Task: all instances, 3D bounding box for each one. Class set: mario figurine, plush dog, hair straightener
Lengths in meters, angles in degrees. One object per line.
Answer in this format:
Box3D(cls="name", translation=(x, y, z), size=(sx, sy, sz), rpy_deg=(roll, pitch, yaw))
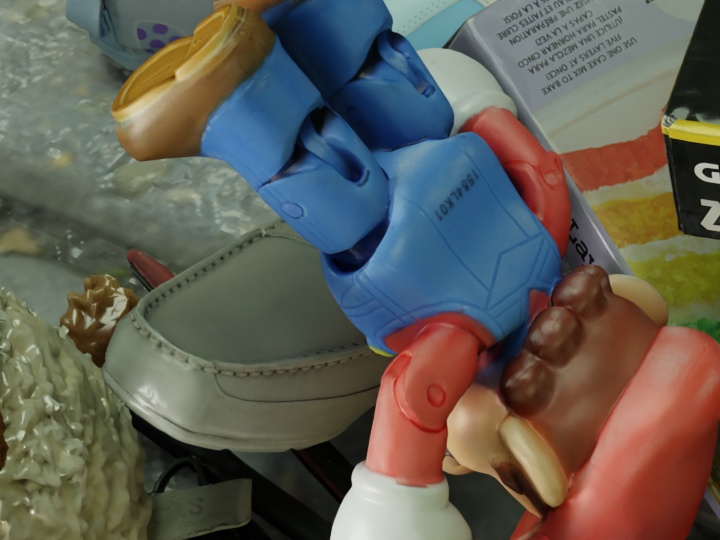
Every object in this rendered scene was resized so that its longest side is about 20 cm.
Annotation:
Box3D(cls="mario figurine", translation=(0.014, 0.011, 0.795), size=(0.123, 0.200, 0.106), rpy_deg=(-41, 13, -3))
Box3D(cls="plush dog", translation=(-0.132, 0.037, 0.809), size=(0.199, 0.172, 0.161), rpy_deg=(25, 72, 31))
Box3D(cls="hair straightener", translation=(-0.036, 0.076, 0.881), size=(0.077, 0.041, 0.200), rpy_deg=(-43, 55, -6))

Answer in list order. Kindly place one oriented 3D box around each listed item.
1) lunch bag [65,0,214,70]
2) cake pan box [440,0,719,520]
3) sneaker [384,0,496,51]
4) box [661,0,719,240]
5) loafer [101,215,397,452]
Box3D(cls="lunch bag", translation=(-0.024, -0.176, 1.034), size=(0.200, 0.170, 0.127), rpy_deg=(-34, 51, -27))
Box3D(cls="cake pan box", translation=(0.150, -0.035, 0.875), size=(0.199, 0.052, 0.185), rpy_deg=(-28, 82, -20))
Box3D(cls="sneaker", translation=(0.089, -0.059, 0.956), size=(0.199, 0.080, 0.131), rpy_deg=(-13, 42, -1))
Box3D(cls="box", translation=(0.184, -0.085, 0.797), size=(0.159, 0.049, 0.201), rpy_deg=(8, 52, 21))
Box3D(cls="loafer", translation=(0.000, 0.000, 0.864), size=(0.070, 0.070, 0.200), rpy_deg=(34, 30, 22))
